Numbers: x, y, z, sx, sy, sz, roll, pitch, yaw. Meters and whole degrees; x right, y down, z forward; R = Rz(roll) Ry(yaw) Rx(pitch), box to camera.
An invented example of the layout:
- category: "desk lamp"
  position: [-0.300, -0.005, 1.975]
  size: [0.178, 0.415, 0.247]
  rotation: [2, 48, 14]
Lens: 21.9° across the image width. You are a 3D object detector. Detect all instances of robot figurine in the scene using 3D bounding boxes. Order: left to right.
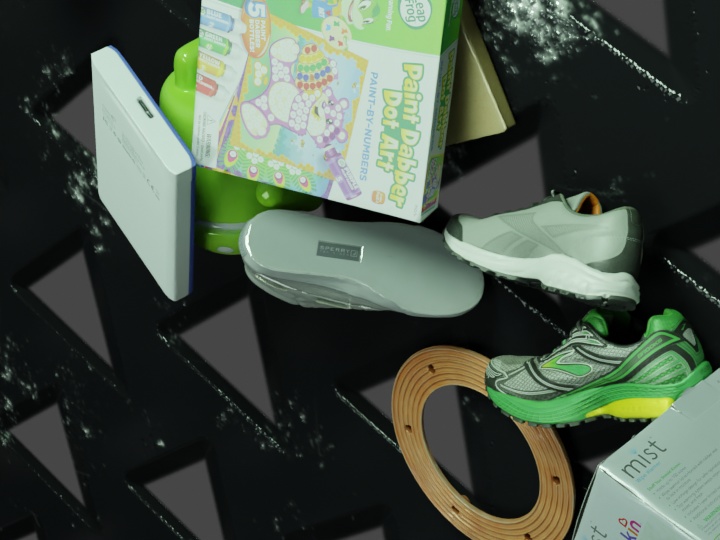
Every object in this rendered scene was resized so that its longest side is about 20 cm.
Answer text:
- category: "robot figurine"
  position: [-0.108, -0.101, 1.559]
  size: [0.175, 0.116, 0.200]
  rotation: [24, 132, 29]

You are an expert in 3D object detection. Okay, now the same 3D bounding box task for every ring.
- category: "ring"
  position: [0.105, 0.151, 1.574]
  size: [0.200, 0.019, 0.201]
  rotation: [28, 135, 33]

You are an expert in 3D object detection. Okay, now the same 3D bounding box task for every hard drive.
- category: "hard drive"
  position: [-0.178, -0.076, 1.533]
  size: [0.132, 0.025, 0.200]
  rotation: [54, 158, 22]

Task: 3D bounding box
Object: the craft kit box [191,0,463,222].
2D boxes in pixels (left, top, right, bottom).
- category: "craft kit box"
  position: [-0.027, -0.154, 1.398]
  size: [0.197, 0.049, 0.200]
  rotation: [13, 115, 16]

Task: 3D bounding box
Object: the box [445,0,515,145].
- category: "box"
  position: [0.024, -0.187, 1.429]
  size: [0.163, 0.021, 0.200]
  rotation: [-10, 106, 50]

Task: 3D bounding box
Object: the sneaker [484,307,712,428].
- category: "sneaker"
  position: [0.176, 0.067, 1.401]
  size: [0.200, 0.078, 0.085]
  rotation: [-9, 101, 42]

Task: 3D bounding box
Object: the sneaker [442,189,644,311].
- category: "sneaker"
  position: [0.140, -0.023, 1.385]
  size: [0.200, 0.074, 0.080]
  rotation: [15, 90, 52]

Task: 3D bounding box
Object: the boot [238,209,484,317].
- category: "boot"
  position: [0.000, 0.000, 1.521]
  size: [0.200, 0.074, 0.096]
  rotation: [15, 166, 1]

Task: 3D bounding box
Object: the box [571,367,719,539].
- category: "box"
  position: [0.272, 0.160, 1.241]
  size: [0.176, 0.200, 0.097]
  rotation: [35, 138, 26]
